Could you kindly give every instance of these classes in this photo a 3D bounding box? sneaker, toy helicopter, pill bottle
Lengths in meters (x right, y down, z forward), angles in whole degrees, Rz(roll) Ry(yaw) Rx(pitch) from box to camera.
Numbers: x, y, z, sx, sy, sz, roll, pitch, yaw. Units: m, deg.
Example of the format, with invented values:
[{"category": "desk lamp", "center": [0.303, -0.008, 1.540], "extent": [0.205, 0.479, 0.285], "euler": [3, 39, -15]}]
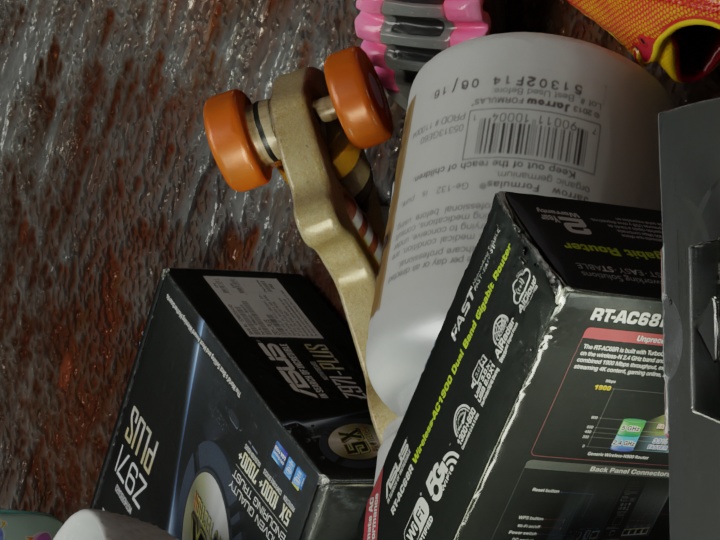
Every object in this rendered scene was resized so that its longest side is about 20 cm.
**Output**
[{"category": "sneaker", "center": [0.047, -0.161, 1.153], "extent": [0.079, 0.095, 0.200], "euler": [20, 130, 32]}, {"category": "toy helicopter", "center": [0.000, 0.000, 1.189], "extent": [0.079, 0.132, 0.200], "euler": [-19, 74, 11]}, {"category": "sneaker", "center": [0.114, -0.118, 1.042], "extent": [0.200, 0.073, 0.077], "euler": [23, 117, 59]}, {"category": "pill bottle", "center": [0.062, 0.015, 1.019], "extent": [0.114, 0.114, 0.200], "euler": [-30, 43, 53]}]

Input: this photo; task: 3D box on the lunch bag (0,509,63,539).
[{"category": "lunch bag", "center": [-0.273, 0.228, 1.545], "extent": [0.200, 0.160, 0.077], "euler": [-56, 43, 38]}]

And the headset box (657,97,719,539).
[{"category": "headset box", "center": [0.180, 0.022, 0.798], "extent": [0.077, 0.200, 0.149], "euler": [-11, 77, 58]}]

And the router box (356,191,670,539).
[{"category": "router box", "center": [0.115, 0.059, 0.896], "extent": [0.150, 0.200, 0.062], "euler": [-67, 32, 28]}]

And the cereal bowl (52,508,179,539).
[{"category": "cereal bowl", "center": [-0.110, 0.215, 1.177], "extent": [0.200, 0.083, 0.200], "euler": [-168, 90, -71]}]

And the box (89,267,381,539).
[{"category": "box", "center": [-0.047, 0.117, 1.263], "extent": [0.200, 0.086, 0.164], "euler": [50, 129, 48]}]
